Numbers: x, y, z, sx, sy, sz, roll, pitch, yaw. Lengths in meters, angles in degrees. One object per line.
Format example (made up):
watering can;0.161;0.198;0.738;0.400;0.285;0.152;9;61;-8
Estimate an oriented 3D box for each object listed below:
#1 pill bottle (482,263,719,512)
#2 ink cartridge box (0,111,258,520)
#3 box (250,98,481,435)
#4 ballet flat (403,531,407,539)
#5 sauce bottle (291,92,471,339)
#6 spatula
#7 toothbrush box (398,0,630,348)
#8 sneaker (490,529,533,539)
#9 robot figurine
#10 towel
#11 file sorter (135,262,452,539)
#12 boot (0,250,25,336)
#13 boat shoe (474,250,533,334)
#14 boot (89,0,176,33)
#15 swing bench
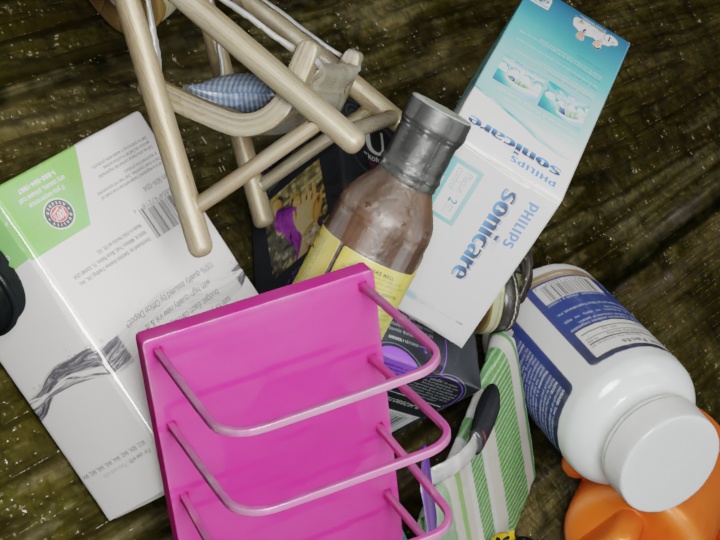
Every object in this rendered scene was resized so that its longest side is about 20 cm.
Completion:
pill bottle;0.181;0.088;1.212;0.110;0.111;0.200;26;16;-35
ink cartridge box;-0.143;0.026;0.986;0.201;0.084;0.145;57;39;-4
box;0.000;0.000;1.142;0.121;0.106;0.202;21;52;-38
ballet flat;0.022;0.245;1.030;0.069;0.070;0.201;15;37;-41
sauce bottle;0.003;-0.006;0.949;0.064;0.201;0.065;28;12;-6
spatula;0.063;0.117;1.028;0.200;0.020;0.057;-43;128;-62
toothbrush box;0.091;-0.072;1.073;0.085;0.147;0.201;30;43;-1
sneaker;0.099;0.217;1.092;0.200;0.069;0.091;39;27;-63
robot figurine;0.231;0.181;1.276;0.200;0.142;0.118;-53;146;-49
towel;0.083;0.156;1.144;0.201;0.023;0.154;-61;148;-47
file sorter;-0.024;0.126;0.881;0.138;0.125;0.202;-17;118;-20
boot;-0.290;0.009;0.847;0.198;0.073;0.163;40;40;-12
boat shoe;0.098;-0.002;1.207;0.064;0.074;0.200;10;17;-9
boot;-0.171;-0.282;1.159;0.201;0.072;0.156;54;39;-10
swing bench;-0.085;-0.133;0.995;0.201;0.129;0.199;57;12;-2
